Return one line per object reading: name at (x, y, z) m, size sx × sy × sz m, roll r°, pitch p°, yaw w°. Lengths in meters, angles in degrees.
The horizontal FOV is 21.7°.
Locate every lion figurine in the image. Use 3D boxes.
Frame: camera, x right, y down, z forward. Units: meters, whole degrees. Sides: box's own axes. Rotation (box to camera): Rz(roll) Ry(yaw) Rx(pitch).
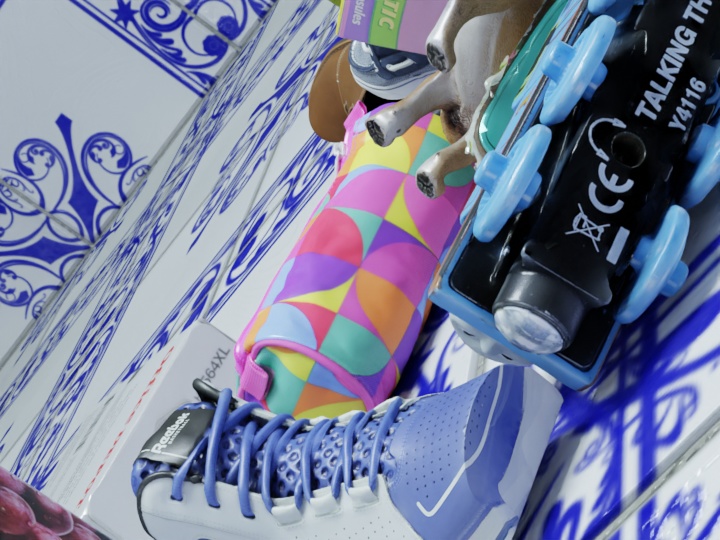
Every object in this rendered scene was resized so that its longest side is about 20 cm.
lion figurine at (0.063, -0.114, 0.880) m, size 0.122 × 0.072 × 0.201 m, roll -35°, pitch -25°, yaw -26°

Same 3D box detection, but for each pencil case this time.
pencil case at (0.000, 0.000, 0.963) m, size 0.088 × 0.088 × 0.201 m, roll -44°, pitch 16°, yaw 45°

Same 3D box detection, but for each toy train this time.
toy train at (0.093, -0.047, 0.712) m, size 0.201 × 0.086 × 0.114 m, roll -62°, pitch 4°, yaw -24°

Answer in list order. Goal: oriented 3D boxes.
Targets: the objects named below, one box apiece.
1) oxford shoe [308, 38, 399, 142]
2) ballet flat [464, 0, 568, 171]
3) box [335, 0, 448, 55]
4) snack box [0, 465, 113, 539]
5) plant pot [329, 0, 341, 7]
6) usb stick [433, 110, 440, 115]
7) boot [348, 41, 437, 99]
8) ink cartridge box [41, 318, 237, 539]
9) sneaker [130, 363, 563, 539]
oxford shoe at (0.006, -0.130, 1.376) m, size 0.200 × 0.071 × 0.072 m, roll -33°, pitch 28°, yaw 60°
ballet flat at (0.119, -0.114, 0.851) m, size 0.200 × 0.076 × 0.064 m, roll -50°, pitch -23°, yaw -2°
box at (0.053, -0.237, 1.017) m, size 0.201 × 0.096 × 0.177 m, roll -85°, pitch 7°, yaw -56°
snack box at (-0.030, 0.134, 0.362) m, size 0.053 × 0.199 × 0.142 m, roll -50°, pitch 11°, yaw 25°
plant pot at (0.030, -0.288, 1.326) m, size 0.193 × 0.200 × 0.200 m, roll -49°, pitch 9°, yaw -15°
usb stick at (0.025, -0.066, 1.192) m, size 0.200 × 0.033 × 0.056 m, roll -45°, pitch 7°, yaw 43°
boot at (0.025, -0.165, 1.217) m, size 0.200 × 0.090 × 0.073 m, roll -5°, pitch 63°, yaw 60°
ink cartridge box at (-0.130, 0.133, 1.116) m, size 0.200 × 0.084 × 0.147 m, roll -36°, pitch 22°, yaw 58°
sneaker at (-0.023, 0.086, 0.708) m, size 0.199 × 0.115 × 0.081 m, roll -43°, pitch 17°, yaw 48°
